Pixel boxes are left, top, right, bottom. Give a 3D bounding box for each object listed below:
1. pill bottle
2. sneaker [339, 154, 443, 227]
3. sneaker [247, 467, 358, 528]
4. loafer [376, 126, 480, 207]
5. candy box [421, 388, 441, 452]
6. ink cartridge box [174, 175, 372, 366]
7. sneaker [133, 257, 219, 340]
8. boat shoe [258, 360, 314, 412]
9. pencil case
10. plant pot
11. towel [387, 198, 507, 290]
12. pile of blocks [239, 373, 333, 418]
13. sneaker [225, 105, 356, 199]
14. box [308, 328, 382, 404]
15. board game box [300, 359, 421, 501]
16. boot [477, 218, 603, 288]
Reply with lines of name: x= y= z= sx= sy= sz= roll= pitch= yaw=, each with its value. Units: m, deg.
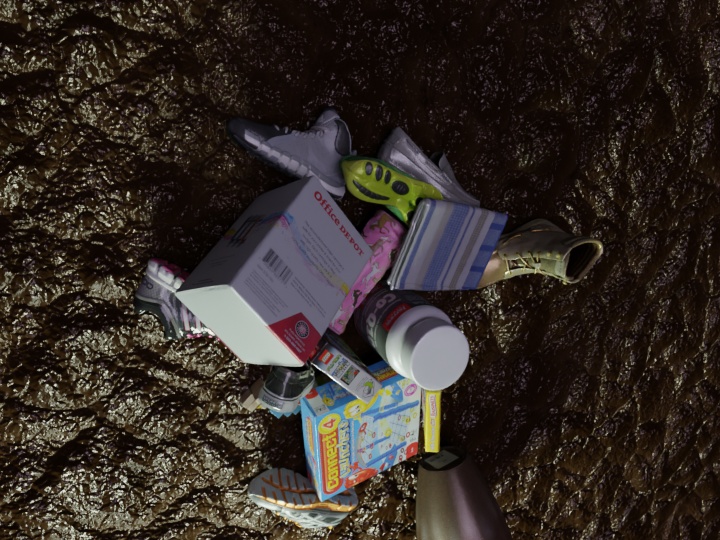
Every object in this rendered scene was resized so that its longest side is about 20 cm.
pill bottle: x=0.074 y=0.095 z=0.838 sx=0.112 sy=0.200 sz=0.116 roll=-6 pitch=107 yaw=-21
sneaker: x=0.050 y=-0.122 z=0.804 sx=0.199 sy=0.084 sz=0.074 roll=25 pitch=110 yaw=-40
sneaker: x=-0.101 y=0.398 z=0.923 sx=0.198 sy=0.078 sz=0.078 roll=22 pitch=109 yaw=-23
loafer: x=0.118 y=-0.154 z=0.859 sx=0.199 sy=0.070 sz=0.070 roll=27 pitch=102 yaw=-26
candy box: x=0.113 y=0.193 z=0.889 sx=0.026 sy=0.200 sz=0.104 roll=-2 pitch=107 yaw=5
ink cartridge box: x=-0.109 y=0.002 z=0.727 sx=0.146 sy=0.144 sz=0.201 roll=51 pitch=53 yaw=-26
sneaker: x=-0.236 y=0.070 z=0.775 sx=0.199 sy=0.074 sz=0.088 roll=39 pitch=91 yaw=-24
boat shoe: x=-0.095 y=0.143 z=0.787 sx=0.070 sy=0.200 sz=0.064 roll=22 pitch=95 yaw=-2
pencil case: x=0.000 y=0.000 z=0.847 sx=0.083 sy=0.087 sz=0.201 roll=39 pitch=89 yaw=-3
plant pot: x=0.175 y=0.441 z=1.007 sx=0.185 sy=0.187 sz=0.203 roll=-17 pitch=96 yaw=-17
towel: x=0.139 y=-0.035 z=0.846 sx=0.198 sy=0.024 sz=0.148 roll=3 pitch=117 yaw=-40
pile of blocks: x=-0.091 y=0.209 z=0.879 sx=0.197 sy=0.062 sz=0.083 roll=-9 pitch=108 yaw=-20
sneaker: x=-0.086 y=-0.193 z=0.768 sx=0.199 sy=0.075 sz=0.117 roll=27 pitch=89 yaw=-37
box: x=-0.051 y=0.109 z=0.789 sx=0.110 sy=0.200 sz=0.035 roll=42 pitch=87 yaw=-27
board game box: x=0.004 y=0.258 z=0.898 sx=0.194 sy=0.056 sz=0.202 roll=-18 pitch=126 yaw=-25
boot: x=0.288 y=-0.013 z=0.921 sx=0.198 sy=0.155 sz=0.073 roll=-27 pitch=115 yaw=-11
